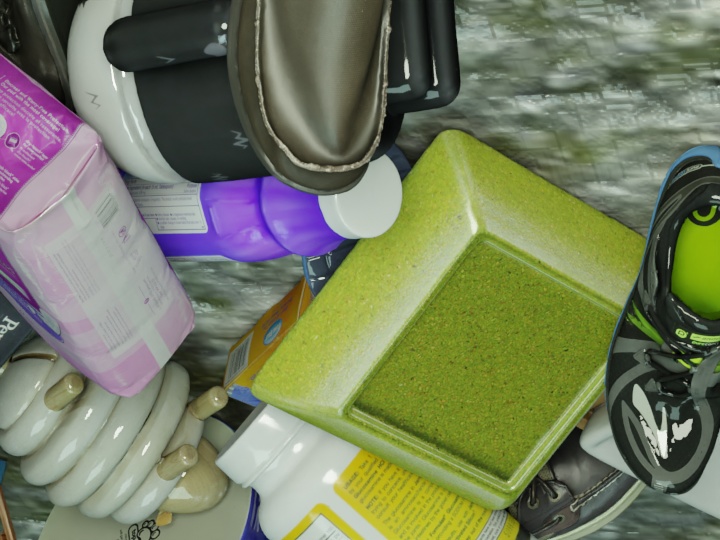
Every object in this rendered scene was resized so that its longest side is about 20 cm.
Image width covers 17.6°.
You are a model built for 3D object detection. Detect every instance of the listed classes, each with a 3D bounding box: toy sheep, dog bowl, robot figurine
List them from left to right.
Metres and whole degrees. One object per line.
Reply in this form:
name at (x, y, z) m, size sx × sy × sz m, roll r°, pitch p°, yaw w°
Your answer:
toy sheep at (-0.172, 0.095, 1.530) m, size 0.200 × 0.138 × 0.138 m, roll 37°, pitch 141°, yaw -13°
dog bowl at (-0.132, 0.202, 1.611) m, size 0.199 × 0.201 × 0.079 m, roll -14°, pitch 139°, yaw 33°
robot figurine at (-0.052, -0.111, 1.179) m, size 0.198 × 0.125 × 0.151 m, roll -6°, pitch 138°, yaw 23°

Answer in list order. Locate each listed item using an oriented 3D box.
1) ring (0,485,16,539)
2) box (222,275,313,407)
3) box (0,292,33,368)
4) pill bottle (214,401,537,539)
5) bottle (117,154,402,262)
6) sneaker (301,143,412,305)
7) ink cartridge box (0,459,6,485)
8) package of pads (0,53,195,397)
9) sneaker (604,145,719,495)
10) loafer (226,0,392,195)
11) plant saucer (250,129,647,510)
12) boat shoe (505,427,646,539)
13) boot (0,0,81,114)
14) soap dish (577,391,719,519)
ring at (-0.256, 0.182, 1.624) m, size 0.019 × 0.201 × 0.201 m, roll -16°, pitch 147°, yaw -7°
box at (0.022, 0.078, 1.527) m, size 0.199 × 0.042 × 0.119 m, roll 24°, pitch 145°, yaw -17°
box at (-0.328, 0.020, 1.388) m, size 0.199 × 0.118 × 0.197 m, roll 31°, pitch 111°, yaw -31°
pill bottle at (0.010, 0.153, 1.466) m, size 0.200 × 0.113 × 0.112 m, roll 42°, pitch 142°, yaw -3°
bottle at (-0.058, -0.040, 1.279) m, size 0.199 × 0.083 × 0.066 m, roll 0°, pitch 109°, yaw 51°
sneaker at (0.000, 0.000, 1.377) m, size 0.073 × 0.082 × 0.201 m, roll -9°, pitch 125°, yaw -7°
ink cartridge box at (-0.368, 0.235, 1.727) m, size 0.146 × 0.201 × 0.146 m, roll 18°, pitch 147°, yaw -14°
package of pads at (-0.165, -0.025, 1.229) m, size 0.120 × 0.076 × 0.200 m, roll 37°, pitch 165°, yaw 27°
sneaker at (0.178, 0.032, 1.290) m, size 0.070 × 0.083 × 0.201 m, roll 10°, pitch 109°, yaw 3°
loafer at (-0.020, -0.135, 1.060) m, size 0.072 × 0.202 × 0.071 m, roll -4°, pitch -178°, yaw -17°
plant saucer at (0.072, 0.045, 1.349) m, size 0.199 × 0.048 × 0.200 m, roll 27°, pitch 109°, yaw -31°
boat shoe at (0.108, 0.146, 1.533) m, size 0.199 × 0.072 × 0.065 m, roll -31°, pitch 151°, yaw 22°
boot at (-0.227, -0.119, 1.263) m, size 0.173 × 0.070 × 0.201 m, roll 7°, pitch 149°, yaw 6°
soap dish at (0.241, 0.071, 1.416) m, size 0.157 × 0.082 × 0.200 m, roll 27°, pitch 144°, yaw -25°
